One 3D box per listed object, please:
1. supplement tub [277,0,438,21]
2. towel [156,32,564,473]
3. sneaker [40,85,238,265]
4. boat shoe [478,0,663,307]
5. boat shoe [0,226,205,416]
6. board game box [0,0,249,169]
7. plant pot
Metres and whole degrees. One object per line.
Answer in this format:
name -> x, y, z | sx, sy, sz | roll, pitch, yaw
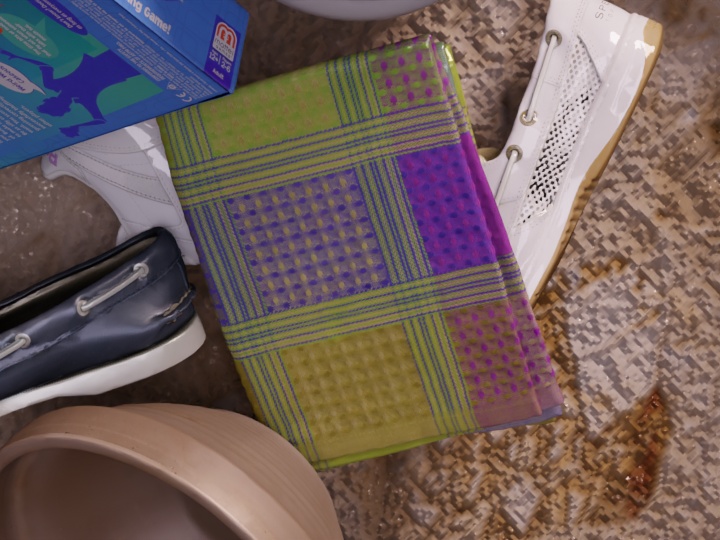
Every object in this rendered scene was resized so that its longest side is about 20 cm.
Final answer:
supplement tub -> -0.003, -0.180, 0.785 | 0.143, 0.200, 0.146 | -1, 100, -4
towel -> 0.000, 0.000, 0.840 | 0.142, 0.023, 0.202 | -13, 115, 15
sneaker -> -0.057, -0.034, 0.885 | 0.199, 0.075, 0.100 | 31, 114, -7
boat shoe -> 0.072, -0.037, 0.888 | 0.069, 0.071, 0.202 | 26, 99, 4
boat shoe -> -0.169, 0.035, 0.838 | 0.198, 0.075, 0.062 | -17, 108, -3
board game box -> -0.169, -0.105, 0.777 | 0.199, 0.045, 0.152 | -13, 145, 36
plant pot -> -0.074, 0.132, 0.873 | 0.199, 0.093, 0.202 | 19, 131, 23
